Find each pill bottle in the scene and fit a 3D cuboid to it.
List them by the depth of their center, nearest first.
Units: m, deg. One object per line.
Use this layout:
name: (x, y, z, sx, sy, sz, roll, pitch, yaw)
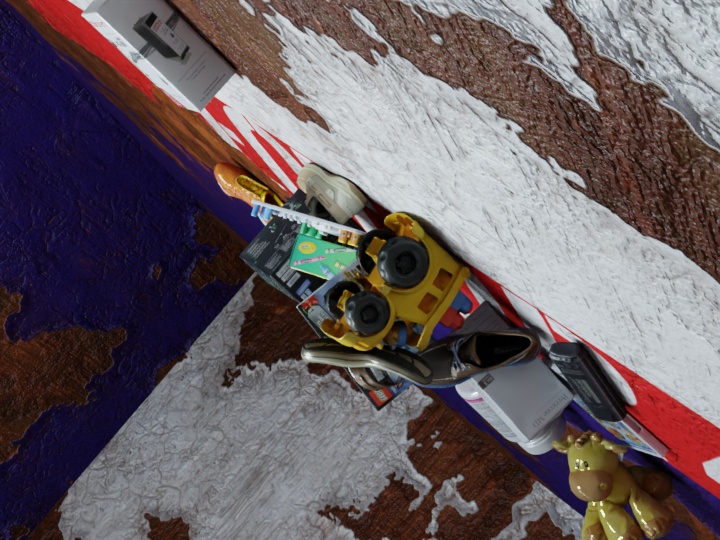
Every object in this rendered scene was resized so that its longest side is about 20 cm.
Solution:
pill bottle: (0.269, 0.230, 1.880, 0.200, 0.113, 0.113, 44, 172, -26)

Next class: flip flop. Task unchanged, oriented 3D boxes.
flip flop: (0.009, 0.141, 1.529, 0.199, 0.058, 0.081, 7, -168, 15)

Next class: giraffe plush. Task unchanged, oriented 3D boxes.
giraffe plush: (0.395, 0.333, 1.718, 0.162, 0.172, 0.201, 46, -156, -37)

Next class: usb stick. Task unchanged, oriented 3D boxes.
usb stick: (0.314, 0.154, 1.463, 0.055, 0.033, 0.200, 6, 152, 37)

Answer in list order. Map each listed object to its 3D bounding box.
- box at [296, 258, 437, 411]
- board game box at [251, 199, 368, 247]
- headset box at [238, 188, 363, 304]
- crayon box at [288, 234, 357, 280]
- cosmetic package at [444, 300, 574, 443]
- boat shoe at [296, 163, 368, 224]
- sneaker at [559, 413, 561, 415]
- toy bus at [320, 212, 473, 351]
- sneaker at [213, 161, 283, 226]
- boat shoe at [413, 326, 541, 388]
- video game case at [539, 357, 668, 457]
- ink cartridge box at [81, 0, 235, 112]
box: (0.017, 0.090, 1.598, 0.200, 0.137, 0.040, 53, 177, -1)
board game box: (-0.047, -0.059, 1.683, 0.199, 0.026, 0.200, 17, 179, 26)
headset box: (-0.112, -0.047, 1.942, 0.093, 0.174, 0.200, 44, 171, -25)
crayon box: (0.000, 0.000, 1.715, 0.199, 0.059, 0.119, 17, 180, 27)
cosmetic package: (0.221, 0.156, 1.626, 0.200, 0.102, 0.074, 46, 174, 12)
boat shoe: (-0.059, -0.116, 1.675, 0.072, 0.065, 0.200, 44, 172, -30)
sneaker: (0.259, 0.178, 1.758, 0.200, 0.077, 0.082, 46, 173, -35)
toy bus: (0.066, 0.047, 1.524, 0.192, 0.200, 0.136, 35, 176, -20)
sneaker: (-0.230, -0.173, 2.318, 0.200, 0.073, 0.077, 37, 151, -5)
boat shoe: (0.159, 0.117, 1.534, 0.072, 0.199, 0.073, 41, -148, -74)
video game case: (0.362, 0.205, 1.616, 0.200, 0.018, 0.143, 42, 173, -5)
ink cartridge box: (-0.293, -0.328, 1.533, 0.200, 0.083, 0.147, 43, 173, -24)
